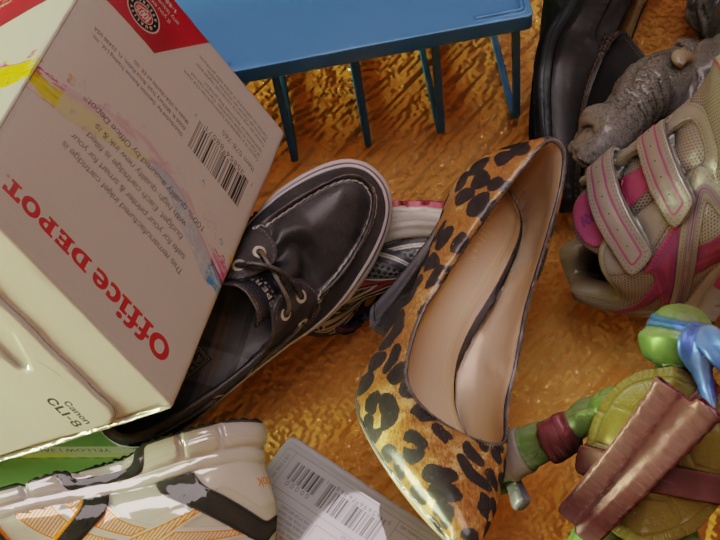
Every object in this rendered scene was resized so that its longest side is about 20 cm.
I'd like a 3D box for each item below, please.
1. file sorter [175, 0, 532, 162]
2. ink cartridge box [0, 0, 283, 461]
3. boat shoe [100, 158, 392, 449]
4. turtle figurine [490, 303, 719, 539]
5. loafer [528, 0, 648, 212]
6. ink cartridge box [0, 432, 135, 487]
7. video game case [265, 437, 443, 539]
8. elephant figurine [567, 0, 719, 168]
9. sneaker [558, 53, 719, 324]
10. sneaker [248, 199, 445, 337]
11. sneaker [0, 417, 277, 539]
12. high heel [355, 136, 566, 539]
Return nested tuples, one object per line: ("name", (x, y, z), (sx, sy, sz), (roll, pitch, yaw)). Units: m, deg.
("file sorter", (-0.009, -0.151, 0.893), (0.198, 0.123, 0.140), (-10, 60, 0))
("ink cartridge box", (-0.155, -0.032, 0.742), (0.144, 0.146, 0.201), (-20, 34, 32))
("boat shoe", (-0.061, 0.017, 0.769), (0.200, 0.066, 0.070), (-39, 92, -4))
("turtle figurine", (0.134, 0.120, 0.741), (0.143, 0.200, 0.196), (17, 79, -26))
("loafer", (0.140, -0.122, 0.892), (0.072, 0.073, 0.201), (7, 63, 7))
("ink cartridge box", (-0.182, 0.095, 0.822), (0.144, 0.048, 0.201), (-1, 59, 5))
("video game case", (-0.010, 0.208, 0.754), (0.199, 0.024, 0.182), (31, 69, 20))
("elephant figurine", (0.224, -0.111, 0.847), (0.154, 0.142, 0.201), (-3, 56, 30))
("sneaker", (0.157, -0.033, 0.758), (0.087, 0.201, 0.082), (-1, 52, -12))
("sneaker", (0.000, 0.000, 0.845), (0.198, 0.081, 0.075), (-5, 90, 2))
("sneaker", (-0.135, 0.137, 0.754), (0.198, 0.074, 0.081), (-17, 81, 3))
("high heel", (0.062, 0.026, 0.710), (0.071, 0.143, 0.201), (27, 28, -24))
